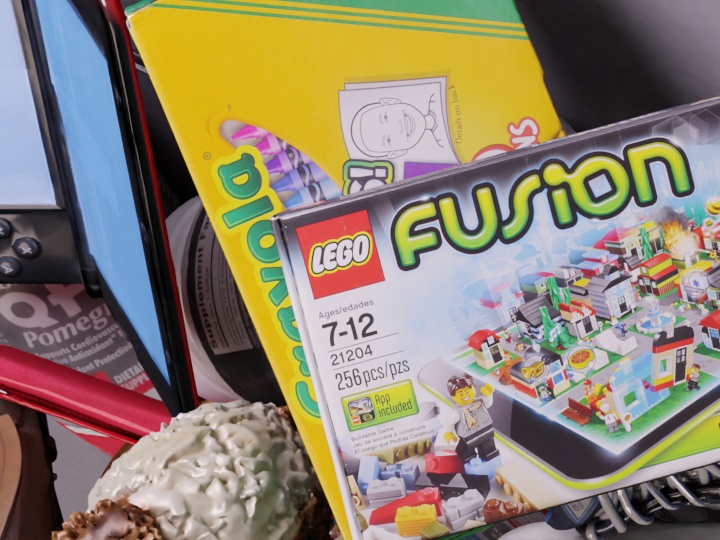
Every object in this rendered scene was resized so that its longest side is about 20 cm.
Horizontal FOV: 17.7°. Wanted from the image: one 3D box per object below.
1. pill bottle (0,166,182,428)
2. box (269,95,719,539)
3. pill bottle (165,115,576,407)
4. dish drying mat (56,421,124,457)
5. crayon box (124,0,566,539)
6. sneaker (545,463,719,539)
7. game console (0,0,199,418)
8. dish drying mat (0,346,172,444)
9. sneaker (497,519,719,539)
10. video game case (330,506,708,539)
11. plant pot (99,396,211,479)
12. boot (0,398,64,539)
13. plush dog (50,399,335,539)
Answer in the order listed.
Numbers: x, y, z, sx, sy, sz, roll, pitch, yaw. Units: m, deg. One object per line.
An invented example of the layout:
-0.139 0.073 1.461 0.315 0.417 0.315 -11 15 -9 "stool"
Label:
-0.146 -0.030 1.030 0.111 0.111 0.200 9 145 41 "pill bottle"
0.081 0.010 0.722 0.035 0.199 0.110 -118 12 -86 "box"
0.000 0.000 0.907 0.116 0.116 0.200 44 153 -19 "pill bottle"
-0.139 0.054 1.268 0.077 0.018 0.200 31 154 9 "dish drying mat"
0.015 -0.015 0.766 0.058 0.119 0.200 -118 5 -87 "crayon box"
0.105 0.067 0.844 0.200 0.085 0.077 -3 113 58 "sneaker"
-0.146 -0.046 0.864 0.172 0.119 0.200 0 128 9 "game console"
-0.070 0.071 0.969 0.199 0.018 0.077 19 180 2 "dish drying mat"
0.137 0.123 0.854 0.200 0.080 0.077 8 128 39 "sneaker"
0.034 0.119 1.039 0.200 0.018 0.143 -38 111 20 "video game case"
-0.052 0.141 1.147 0.200 0.200 0.140 44 169 -19 "plant pot"
-0.163 0.122 1.043 0.070 0.200 0.146 -14 132 4 "boot"
-0.054 0.122 0.863 0.160 0.200 0.172 31 134 30 "plush dog"
